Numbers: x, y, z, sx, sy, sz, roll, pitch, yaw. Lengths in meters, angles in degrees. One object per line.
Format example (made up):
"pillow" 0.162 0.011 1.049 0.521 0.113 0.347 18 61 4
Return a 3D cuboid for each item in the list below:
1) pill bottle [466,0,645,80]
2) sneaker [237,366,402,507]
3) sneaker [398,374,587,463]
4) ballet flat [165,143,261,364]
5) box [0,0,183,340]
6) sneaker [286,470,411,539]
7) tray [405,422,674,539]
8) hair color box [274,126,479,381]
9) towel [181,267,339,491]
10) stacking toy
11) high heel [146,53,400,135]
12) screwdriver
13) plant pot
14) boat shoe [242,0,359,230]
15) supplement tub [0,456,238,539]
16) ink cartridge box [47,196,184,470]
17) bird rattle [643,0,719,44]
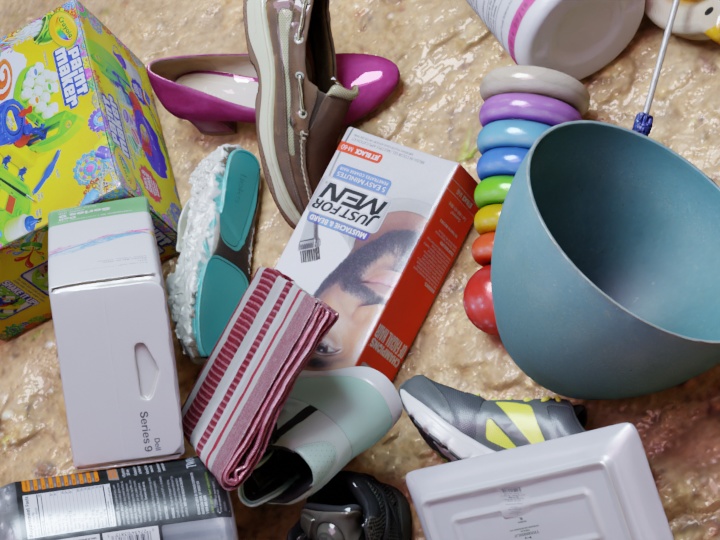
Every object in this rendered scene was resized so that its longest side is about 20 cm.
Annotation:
"pill bottle" 0.125 -0.248 1.694 0.113 0.113 0.200 -39 55 6
"sneaker" -0.074 0.126 1.589 0.200 0.074 0.118 -15 18 48
"sneaker" 0.118 0.122 1.554 0.200 0.074 0.085 31 77 26
"ballet flat" -0.122 -0.008 1.741 0.072 0.072 0.200 -5 58 25
"box" -0.270 -0.083 1.813 0.192 0.122 0.200 -26 57 14
"sneaker" -0.005 0.233 1.532 0.076 0.114 0.200 -14 63 23
"tray" 0.118 0.174 1.487 0.200 0.022 0.108 -17 92 38
"hair color box" 0.000 0.000 1.670 0.111 0.064 0.200 20 79 32
"towel" -0.078 0.073 1.561 0.144 0.023 0.200 -60 16 0
"stacking toy" 0.119 -0.048 1.629 0.085 0.085 0.200 1 73 28
"high heel" -0.072 -0.158 1.762 0.200 0.096 0.067 -3 65 26
"screwdriver" 0.217 -0.133 1.612 0.028 0.029 0.200 16 95 -6
"plant pot" 0.169 0.013 1.519 0.135 0.200 0.200 -54 47 38
"boat shoe" -0.039 -0.131 1.703 0.075 0.075 0.203 -6 100 27
"supplement tub" -0.191 0.206 1.567 0.200 0.123 0.123 -8 59 -9
"ink cartridge box" -0.186 0.044 1.631 0.087 0.146 0.200 -9 19 -7
"bird rattle" 0.263 -0.259 1.642 0.200 0.113 0.163 32 100 38
